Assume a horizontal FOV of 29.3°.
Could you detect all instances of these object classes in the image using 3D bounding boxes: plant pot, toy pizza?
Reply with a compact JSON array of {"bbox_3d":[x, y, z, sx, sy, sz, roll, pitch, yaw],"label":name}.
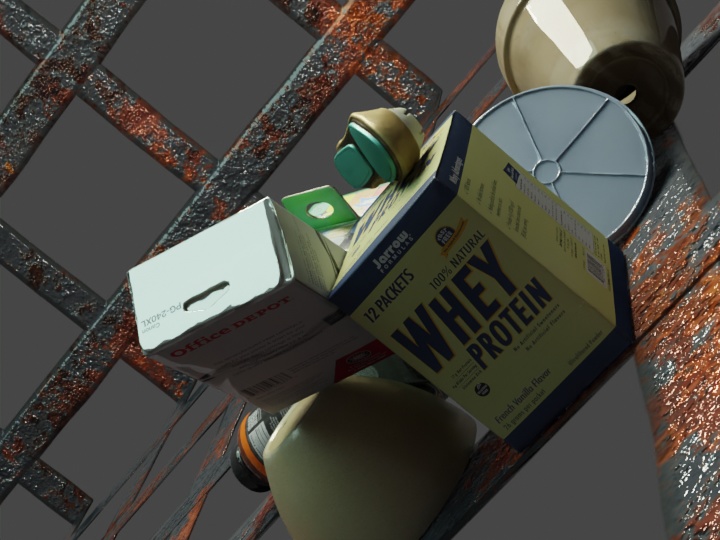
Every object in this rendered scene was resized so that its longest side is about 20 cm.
[{"bbox_3d":[-0.009,0.172,1.251,0.201,0.134,0.200,-50,7,9],"label":"plant pot"},{"bbox_3d":[0.179,-0.086,1.300,0.201,0.200,0.032,-53,-31,-11],"label":"toy pizza"},{"bbox_3d":[0.251,-0.214,1.415,0.200,0.200,0.174,-48,24,19],"label":"plant pot"}]

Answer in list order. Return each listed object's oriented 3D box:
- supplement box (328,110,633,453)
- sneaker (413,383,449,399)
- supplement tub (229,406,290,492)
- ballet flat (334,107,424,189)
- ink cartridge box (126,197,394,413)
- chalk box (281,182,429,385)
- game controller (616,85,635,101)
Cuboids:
[{"bbox_3d":[0.103,0.002,1.138,0.134,0.200,0.200,-48,8,21],"label":"supplement box"},{"bbox_3d":[0.015,0.107,1.427,0.086,0.200,0.081,-31,-48,-30],"label":"sneaker"},{"bbox_3d":[-0.079,0.190,1.667,0.200,0.107,0.107,-45,10,37],"label":"supplement tub"},{"bbox_3d":[0.020,-0.112,1.167,0.063,0.069,0.200,-38,7,-9],"label":"ballet flat"},{"bbox_3d":[-0.076,0.034,1.144,0.145,0.200,0.084,-26,60,18],"label":"ink cartridge box"},{"bbox_3d":[0.000,0.000,1.312,0.124,0.201,0.124,-11,29,36],"label":"chalk box"},{"bbox_3d":[0.259,-0.175,1.633,0.200,0.042,0.104,-49,8,15],"label":"game controller"}]
